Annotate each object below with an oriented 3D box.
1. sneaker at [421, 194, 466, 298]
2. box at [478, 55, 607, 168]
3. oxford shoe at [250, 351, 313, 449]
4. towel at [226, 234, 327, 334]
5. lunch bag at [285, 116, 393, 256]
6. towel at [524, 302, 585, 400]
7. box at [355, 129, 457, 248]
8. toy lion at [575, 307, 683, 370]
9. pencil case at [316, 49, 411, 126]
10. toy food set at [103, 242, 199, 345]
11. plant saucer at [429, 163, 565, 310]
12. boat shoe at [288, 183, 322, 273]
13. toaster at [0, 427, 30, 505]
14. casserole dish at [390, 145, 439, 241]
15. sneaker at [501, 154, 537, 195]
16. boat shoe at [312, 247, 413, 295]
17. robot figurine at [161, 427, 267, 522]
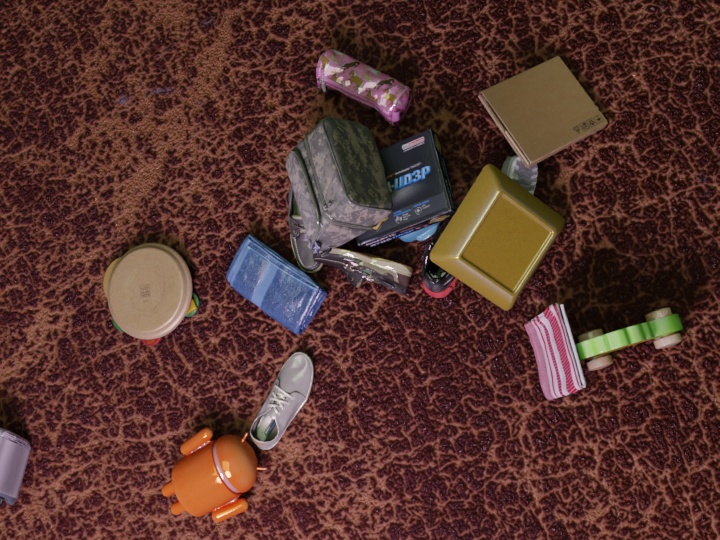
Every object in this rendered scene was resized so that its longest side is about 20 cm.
[{"bbox_3d":[0.167,-0.050,1.562,0.070,0.098,0.204,22,87,17],"label":"sneaker"},{"bbox_3d":[0.334,-0.294,1.544,0.198,0.021,0.165,-27,75,-22],"label":"box"},{"bbox_3d":[-0.150,0.251,1.619,0.074,0.058,0.203,28,88,18],"label":"oxford shoe"},{"bbox_3d":[-0.169,0.029,1.653,0.198,0.048,0.113,34,101,15],"label":"towel"},{"bbox_3d":[-0.051,-0.150,1.538,0.167,0.138,0.204,-35,66,40],"label":"lunch bag"},{"bbox_3d":[0.330,0.142,1.444,0.022,0.200,0.147,-13,78,-5],"label":"towel"},{"bbox_3d":[0.071,-0.149,1.570,0.197,0.046,0.162,-19,76,25],"label":"box"},{"bbox_3d":[0.444,0.115,1.420,0.196,0.192,0.070,-19,78,10],"label":"toy lion"},{"bbox_3d":[0.006,-0.358,1.653,0.197,0.083,0.088,28,89,15],"label":"pencil case"},{"bbox_3d":[-0.429,0.046,1.721,0.197,0.049,0.201,-26,77,9],"label":"toy food set"},{"bbox_3d":[0.254,-0.052,1.505,0.198,0.048,0.202,31,94,-19],"label":"plant saucer"},{"bbox_3d":[-0.112,-0.099,1.652,0.070,0.066,0.206,-6,82,10],"label":"boat shoe"},{"bbox_3d":[-0.740,0.388,1.690,0.111,0.201,0.132,7,66,13],"label":"toaster"},{"bbox_3d":[0.083,-0.152,1.611,0.120,0.039,0.203,-33,72,21],"label":"casserole dish"},{"bbox_3d":[0.278,-0.115,1.564,0.073,0.082,0.204,11,101,-16],"label":"sneaker"},{"bbox_3d":[0.000,0.000,1.603,0.196,0.073,0.066,12,86,8],"label":"boat shoe"},{"bbox_3d":[-0.276,0.389,1.601,0.198,0.117,0.145,-30,49,9],"label":"robot figurine"}]
